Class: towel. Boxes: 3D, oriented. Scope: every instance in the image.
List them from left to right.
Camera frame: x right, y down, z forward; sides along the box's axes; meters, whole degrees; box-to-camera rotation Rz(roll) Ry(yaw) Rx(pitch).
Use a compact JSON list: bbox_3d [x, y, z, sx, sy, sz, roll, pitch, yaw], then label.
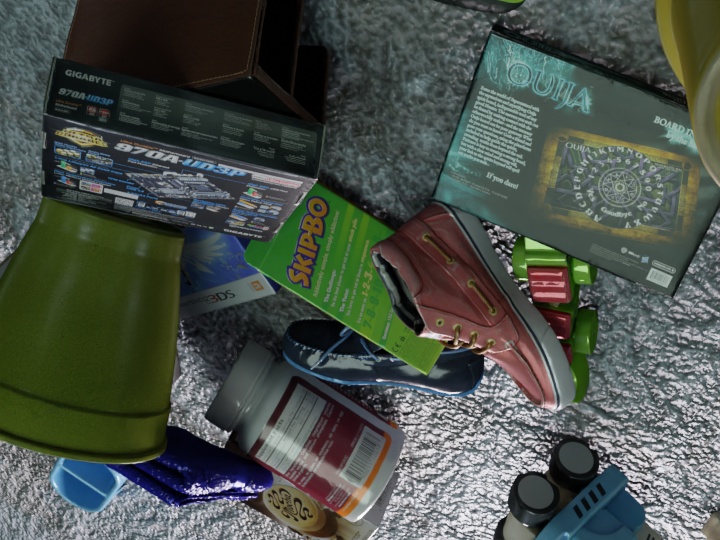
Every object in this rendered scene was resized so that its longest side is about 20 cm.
[{"bbox_3d":[-0.188,0.198,0.941,0.145,0.051,0.200,18,172,20],"label":"towel"}]

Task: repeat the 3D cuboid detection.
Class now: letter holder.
[{"bbox_3d":[-0.129,-0.176,0.729,0.196,0.145,0.100,-5,160,29],"label":"letter holder"}]

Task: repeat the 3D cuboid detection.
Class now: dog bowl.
[{"bbox_3d":[-0.384,0.282,1.315,0.111,0.050,0.200,35,136,-6],"label":"dog bowl"}]

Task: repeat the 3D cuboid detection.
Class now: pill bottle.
[{"bbox_3d":[-0.061,0.169,0.987,0.198,0.115,0.115,33,137,-4],"label":"pill bottle"}]

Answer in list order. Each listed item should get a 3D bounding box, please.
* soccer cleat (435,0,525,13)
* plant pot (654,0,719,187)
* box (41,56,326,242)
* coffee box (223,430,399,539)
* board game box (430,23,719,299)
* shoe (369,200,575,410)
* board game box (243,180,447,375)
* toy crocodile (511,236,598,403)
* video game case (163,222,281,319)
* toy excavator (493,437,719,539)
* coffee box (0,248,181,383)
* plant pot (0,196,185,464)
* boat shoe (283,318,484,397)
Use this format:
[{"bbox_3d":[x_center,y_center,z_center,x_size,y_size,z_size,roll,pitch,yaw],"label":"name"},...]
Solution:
[{"bbox_3d":[0.020,-0.219,0.625,0.196,0.069,0.081,23,157,1],"label":"soccer cleat"},{"bbox_3d":[0.250,-0.131,0.487,0.197,0.190,0.204,15,136,16],"label":"plant pot"},{"bbox_3d":[-0.142,-0.083,0.705,0.196,0.047,0.159,11,161,-16],"label":"box"},{"bbox_3d":[-0.068,0.246,1.087,0.197,0.080,0.114,29,138,1],"label":"coffee box"},{"bbox_3d":[0.164,-0.078,0.671,0.197,0.028,0.137,23,118,7],"label":"board game box"},{"bbox_3d":[0.090,0.043,0.757,0.202,0.090,0.071,58,161,3],"label":"shoe"},{"bbox_3d":[0.000,0.000,0.825,0.198,0.030,0.097,31,98,-4],"label":"board game box"},{"bbox_3d":[0.163,0.027,0.773,0.066,0.062,0.203,6,132,23],"label":"toy crocodile"},{"bbox_3d":[-0.191,-0.046,0.908,0.179,0.046,0.201,-15,121,36],"label":"video game case"},{"bbox_3d":[0.258,0.262,0.900,0.200,0.193,0.101,43,144,28],"label":"toy excavator"},{"bbox_3d":[-0.300,0.062,1.007,0.198,0.080,0.115,30,147,16],"label":"coffee box"},{"bbox_3d":[-0.242,0.040,0.820,0.196,0.200,0.197,18,93,11],"label":"plant pot"},{"bbox_3d":[0.023,0.064,0.886,0.195,0.085,0.070,4,127,2],"label":"boat shoe"}]
